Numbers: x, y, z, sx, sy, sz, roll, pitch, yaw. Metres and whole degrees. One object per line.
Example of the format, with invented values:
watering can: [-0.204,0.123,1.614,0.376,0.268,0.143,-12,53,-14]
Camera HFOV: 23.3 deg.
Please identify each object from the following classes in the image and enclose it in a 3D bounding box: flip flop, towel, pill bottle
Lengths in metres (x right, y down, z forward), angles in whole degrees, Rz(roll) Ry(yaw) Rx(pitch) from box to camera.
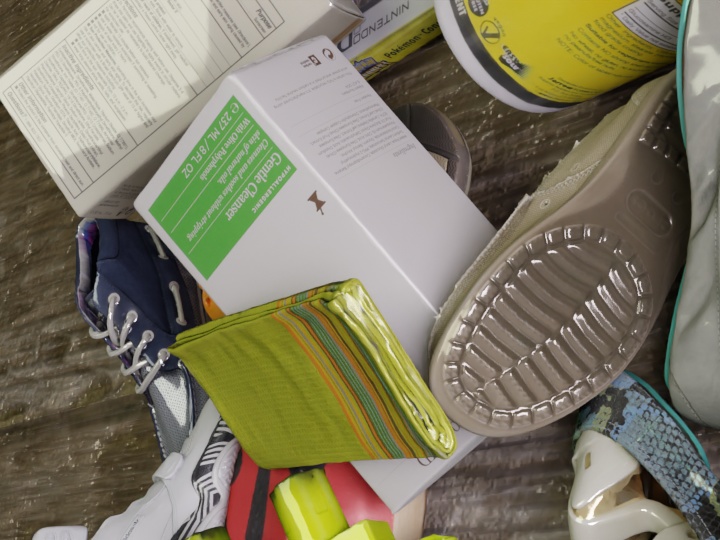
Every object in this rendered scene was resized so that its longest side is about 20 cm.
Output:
flip flop: [0.021,-0.035,0.955,0.200,0.057,0.082,152,137,-69]
towel: [-0.028,0.055,0.803,0.018,0.086,0.200,-36,9,-27]
pill bottle: [0.132,-0.151,0.782,0.200,0.112,0.113,-21,58,51]

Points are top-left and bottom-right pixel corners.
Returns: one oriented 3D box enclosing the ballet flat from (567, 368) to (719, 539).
ballet flat: [0.122,0.105,0.702,0.075,0.074,0.200,-63,32,15]

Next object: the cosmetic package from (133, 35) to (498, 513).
cosmetic package: [0.000,0.000,0.838,0.200,0.085,0.108,49,129,10]

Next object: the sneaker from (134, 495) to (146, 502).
sneaker: [-0.124,0.217,1.018,0.074,0.083,0.201,-50,37,47]

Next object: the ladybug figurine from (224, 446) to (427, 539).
ladybug figurine: [-0.024,0.126,0.924,0.135,0.072,0.201,-19,60,53]

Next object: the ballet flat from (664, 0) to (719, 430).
ballet flat: [0.163,-0.031,0.695,0.064,0.067,0.201,16,108,48]

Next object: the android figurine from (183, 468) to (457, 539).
android figurine: [-0.014,0.203,0.834,0.182,0.041,0.201,-33,71,14]

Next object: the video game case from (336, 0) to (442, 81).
video game case: [0.015,-0.216,1.075,0.180,0.025,0.201,-26,54,50]

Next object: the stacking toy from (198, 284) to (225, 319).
stacking toy: [-0.095,-0.059,1.114,0.116,0.109,0.201,-38,56,47]

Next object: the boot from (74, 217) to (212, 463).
boot: [-0.138,0.051,1.117,0.073,0.090,0.201,-47,40,34]

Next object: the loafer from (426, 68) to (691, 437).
loafer: [0.100,-0.007,0.769,0.200,0.076,0.068,-46,9,-15]

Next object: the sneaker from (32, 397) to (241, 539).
sneaker: [-0.118,0.142,0.993,0.114,0.075,0.201,-1,53,15]

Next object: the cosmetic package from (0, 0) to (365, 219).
cosmetic package: [-0.108,-0.130,1.035,0.200,0.071,0.106,-36,81,14]
